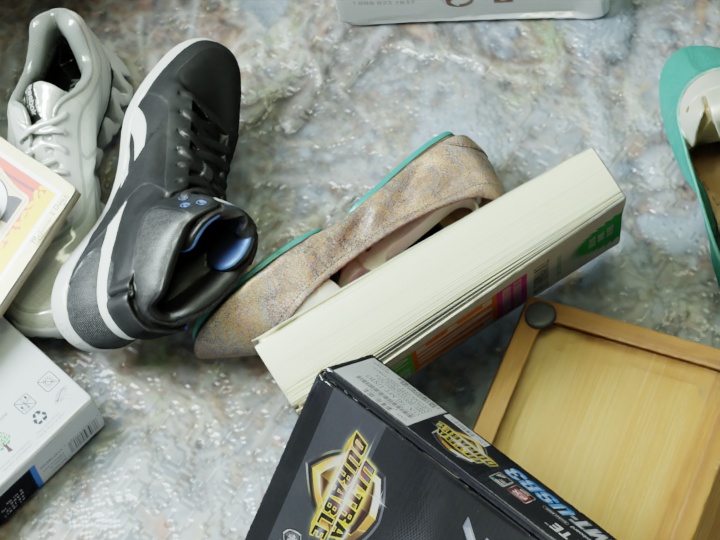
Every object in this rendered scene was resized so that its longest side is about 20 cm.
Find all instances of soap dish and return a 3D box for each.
[{"bbox_3d":[0.120,0.115,1.391,0.156,0.081,0.201,16,64,18],"label":"soap dish"}]

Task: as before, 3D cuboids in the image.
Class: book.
[{"bbox_3d":[0.045,0.014,1.419,0.199,0.134,0.048,-33,78,-2],"label":"book"}]

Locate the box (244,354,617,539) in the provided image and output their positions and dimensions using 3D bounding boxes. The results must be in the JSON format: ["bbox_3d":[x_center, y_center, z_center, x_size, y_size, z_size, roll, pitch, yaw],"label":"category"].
[{"bbox_3d":[0.028,0.178,1.322,0.198,0.050,0.201,38,118,26],"label":"box"}]

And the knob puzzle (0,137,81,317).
[{"bbox_3d":[-0.281,-0.020,1.502,0.218,0.030,0.221,-6,69,15],"label":"knob puzzle"}]

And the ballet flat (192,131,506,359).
[{"bbox_3d":[0.000,0.000,1.486,0.200,0.068,0.067,-38,69,-10],"label":"ballet flat"}]

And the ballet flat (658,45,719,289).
[{"bbox_3d":[0.211,-0.057,1.478,0.067,0.071,0.201,-14,59,1],"label":"ballet flat"}]

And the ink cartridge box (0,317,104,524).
[{"bbox_3d":[-0.245,0.054,1.510,0.099,0.039,0.200,-43,65,-14],"label":"ink cartridge box"}]

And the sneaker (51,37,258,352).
[{"bbox_3d":[-0.087,-0.044,1.492,0.112,0.073,0.201,-6,54,48],"label":"sneaker"}]

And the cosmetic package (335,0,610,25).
[{"bbox_3d":[0.062,-0.272,1.568,0.166,0.167,0.201,0,62,9],"label":"cosmetic package"}]

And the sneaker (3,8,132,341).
[{"bbox_3d":[-0.177,-0.057,1.538,0.075,0.081,0.201,-2,62,6],"label":"sneaker"}]
